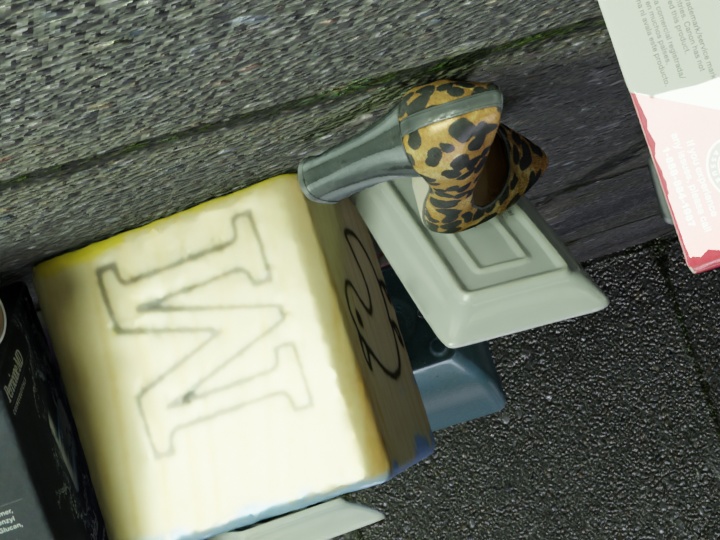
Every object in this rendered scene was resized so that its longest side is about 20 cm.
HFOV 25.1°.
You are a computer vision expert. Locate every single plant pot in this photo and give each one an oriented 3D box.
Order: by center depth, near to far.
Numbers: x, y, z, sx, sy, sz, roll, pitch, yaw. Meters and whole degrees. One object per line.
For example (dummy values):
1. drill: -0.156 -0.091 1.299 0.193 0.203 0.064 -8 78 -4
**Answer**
1. plant pot: 0.041 0.077 1.810 0.194 0.198 0.200 -18 166 2

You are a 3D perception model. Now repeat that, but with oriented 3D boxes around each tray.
1. tray: 0.069 -0.024 1.024 0.106 0.022 0.200 -13 -146 -13
2. tray: -0.056 0.172 1.070 0.106 0.022 0.200 -16 175 -15

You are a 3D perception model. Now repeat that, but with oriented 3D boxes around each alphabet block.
1. alphabet block: -0.079 0.064 1.093 0.195 0.202 0.195 -19 176 10

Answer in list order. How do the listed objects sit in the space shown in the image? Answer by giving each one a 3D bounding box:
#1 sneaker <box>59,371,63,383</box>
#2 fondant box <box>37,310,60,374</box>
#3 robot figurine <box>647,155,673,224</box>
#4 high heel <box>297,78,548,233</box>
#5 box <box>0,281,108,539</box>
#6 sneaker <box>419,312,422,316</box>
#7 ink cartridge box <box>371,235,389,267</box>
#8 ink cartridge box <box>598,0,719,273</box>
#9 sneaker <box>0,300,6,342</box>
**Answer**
1. sneaker: -0.152 0.070 1.247 0.200 0.086 0.077 -48 157 15
2. fondant box: -0.289 0.081 1.344 0.199 0.059 0.144 -24 172 41
3. robot figurine: 0.352 -0.097 1.390 0.198 0.114 0.170 -18 -169 -2
4. high heel: 0.079 -0.072 0.928 0.199 0.072 0.142 -6 170 -44
5. box: -0.239 0.139 1.015 0.116 0.202 0.197 -18 -163 -1
6. sneaker: 0.079 0.030 2.034 0.199 0.074 0.111 -21 176 44
7. ink cartridge box: 0.000 0.000 1.267 0.199 0.050 0.161 -18 -163 22
8. ink cartridge box: 0.206 -0.101 0.626 0.199 0.146 0.084 -20 176 28
9. sneaker: -0.300 0.040 0.894 0.199 0.074 0.085 -16 -165 -25
